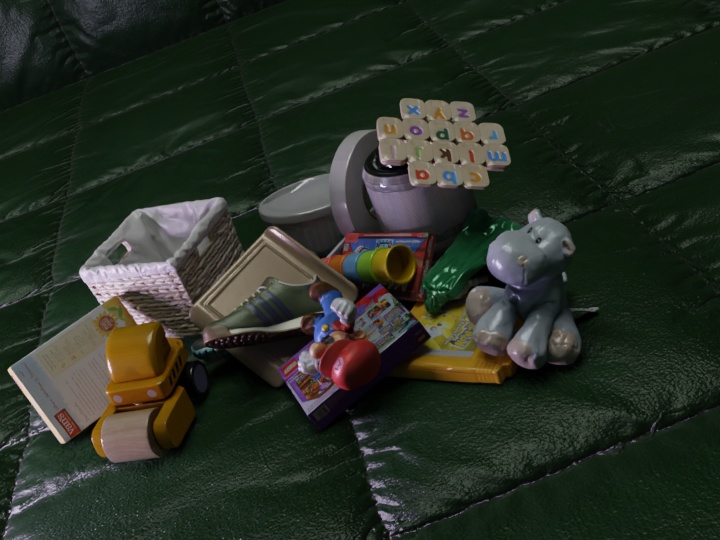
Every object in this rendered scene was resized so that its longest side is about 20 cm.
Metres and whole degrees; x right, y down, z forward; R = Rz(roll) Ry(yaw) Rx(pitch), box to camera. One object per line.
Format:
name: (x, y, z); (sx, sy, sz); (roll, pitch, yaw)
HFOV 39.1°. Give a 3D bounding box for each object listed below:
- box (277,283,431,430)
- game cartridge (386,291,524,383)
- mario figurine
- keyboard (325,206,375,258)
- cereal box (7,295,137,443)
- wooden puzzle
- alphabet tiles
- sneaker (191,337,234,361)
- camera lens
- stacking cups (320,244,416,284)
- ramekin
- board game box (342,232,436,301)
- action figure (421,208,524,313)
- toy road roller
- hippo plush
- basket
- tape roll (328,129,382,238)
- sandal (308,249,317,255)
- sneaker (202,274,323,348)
box: (-0.012, 0.118, 1.428); (0.200, 0.039, 0.137); (-40, 32, -3)
game cartridge: (0.146, 0.089, 1.430); (0.199, 0.033, 0.176); (-2, 35, 34)
mario figurine: (-0.047, 0.087, 1.356); (0.106, 0.124, 0.200); (-26, 28, -5)
keyboard: (0.000, -0.053, 1.735); (0.011, 0.056, 0.200); (7, 39, 34)
cereal box: (-0.423, 0.152, 1.578); (0.200, 0.144, 0.040); (-37, 6, -27)
wooden puzzle: (-0.130, 0.054, 1.545); (0.185, 0.037, 0.200); (36, 70, 13)
alphabet tiles: (0.125, -0.192, 1.534); (0.199, 0.015, 0.196); (2, 48, -9)
sneaker: (-0.178, 0.074, 1.587); (0.199, 0.078, 0.091); (-24, 73, -16)
camera lens: (0.101, -0.112, 1.622); (0.159, 0.200, 0.160); (-16, 29, 9)
stacking cups: (0.000, 0.000, 1.560); (0.060, 0.061, 0.200); (-42, 20, -33)
ramekin: (-0.074, -0.096, 1.794); (0.202, 0.095, 0.202); (-14, 22, 6)
board game box: (0.035, -0.007, 1.578); (0.200, 0.019, 0.103); (2, 79, 51)
action figure: (0.155, -0.007, 1.502); (0.118, 0.055, 0.200); (17, 50, 40)
toy road roller: (-0.319, 0.168, 1.479); (0.122, 0.146, 0.200); (-11, 31, 18)
hippo plush: (0.239, 0.021, 1.317); (0.199, 0.161, 0.159); (-16, 45, -20)
basket: (-0.318, 0.001, 1.690); (0.199, 0.161, 0.198); (-4, 33, 26)
tape roll: (0.021, -0.137, 1.717); (0.037, 0.203, 0.203); (2, 36, 36)
sandal: (-0.144, 0.029, 1.676); (0.201, 0.080, 0.057); (-33, 45, -22)
sneaker: (-0.138, 0.055, 1.488); (0.199, 0.067, 0.090); (-9, 70, -14)
